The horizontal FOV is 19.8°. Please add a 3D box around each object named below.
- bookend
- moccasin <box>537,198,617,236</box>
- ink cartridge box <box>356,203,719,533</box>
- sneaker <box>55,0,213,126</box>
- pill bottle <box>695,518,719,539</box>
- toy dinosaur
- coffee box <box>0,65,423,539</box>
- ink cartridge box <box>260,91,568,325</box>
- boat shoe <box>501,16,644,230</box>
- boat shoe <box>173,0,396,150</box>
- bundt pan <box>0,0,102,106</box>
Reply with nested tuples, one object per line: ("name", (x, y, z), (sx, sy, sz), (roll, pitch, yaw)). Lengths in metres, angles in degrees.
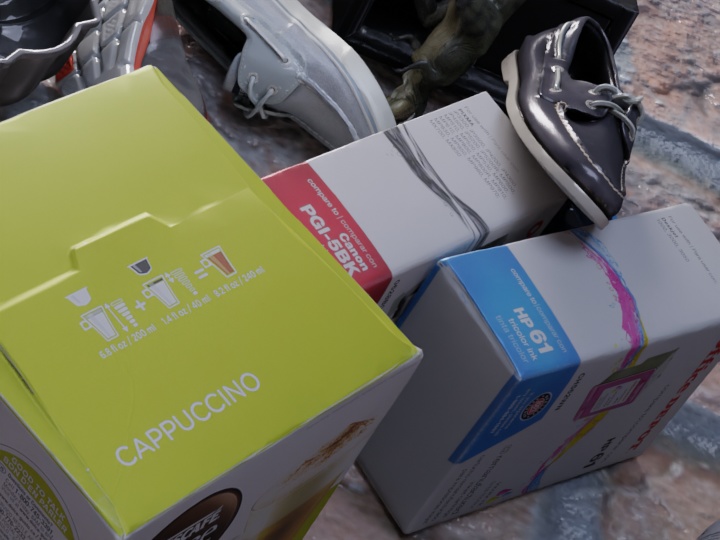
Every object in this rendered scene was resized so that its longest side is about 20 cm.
("bookend", (0.109, -0.212, 1.345), (0.198, 0.200, 0.093), (21, 34, -14))
("moccasin", (0.119, -0.059, 1.255), (0.068, 0.080, 0.200), (48, 7, -10))
("ink cartridge box", (0.106, 0.051, 1.144), (0.199, 0.145, 0.085), (-14, 59, -40))
("sneaker", (-0.127, -0.098, 1.215), (0.082, 0.077, 0.201), (39, 35, -36))
("pill bottle", (0.177, 0.219, 1.057), (0.114, 0.114, 0.200), (43, 43, 11))
("toy dinosaur", (0.063, -0.168, 1.294), (0.088, 0.200, 0.048), (43, 15, -25))
("coffee box", (-0.131, 0.062, 0.949), (0.200, 0.198, 0.199), (47, 44, 15))
("ink cartridge box", (0.000, 0.000, 1.126), (0.199, 0.147, 0.083), (-24, 68, -43))
("boat shoe", (0.124, -0.091, 1.153), (0.073, 0.063, 0.200), (47, 15, -22))
("boat shoe", (-0.058, -0.128, 1.280), (0.071, 0.070, 0.201), (-34, 74, -26))
("bundt pan", (-0.248, -0.168, 1.182), (0.200, 0.076, 0.203), (17, 45, -17))
